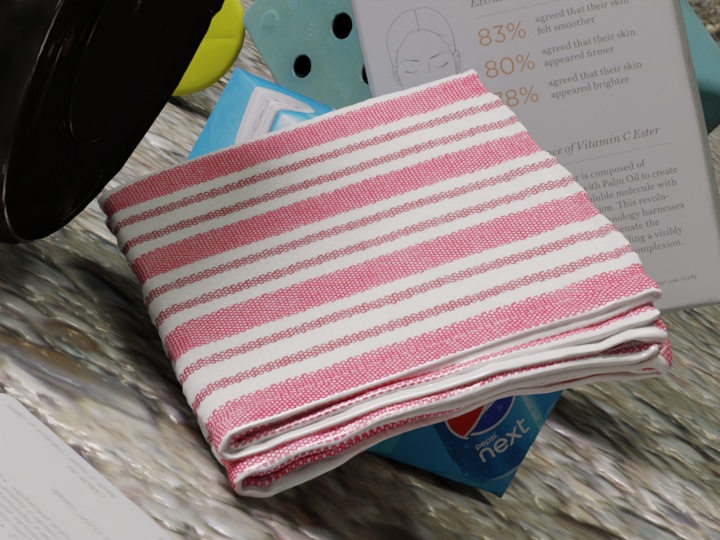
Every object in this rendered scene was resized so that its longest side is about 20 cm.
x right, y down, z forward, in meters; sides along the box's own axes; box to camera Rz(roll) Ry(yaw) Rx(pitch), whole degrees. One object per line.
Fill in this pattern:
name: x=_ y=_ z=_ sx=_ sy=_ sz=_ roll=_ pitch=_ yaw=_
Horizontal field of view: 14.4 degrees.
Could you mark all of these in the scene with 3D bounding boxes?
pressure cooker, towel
pressure cooker: x=-0.150 y=-0.122 z=0.904 sx=0.200 sy=0.176 sz=0.179 roll=29 pitch=40 yaw=9
towel: x=0.002 y=0.000 z=0.928 sx=0.146 sy=0.030 sz=0.200 roll=-17 pitch=29 yaw=-9

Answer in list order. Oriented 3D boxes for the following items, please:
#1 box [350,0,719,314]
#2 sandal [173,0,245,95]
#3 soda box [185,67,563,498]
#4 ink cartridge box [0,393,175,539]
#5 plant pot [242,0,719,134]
box: x=0.070 y=-0.079 z=1.144 sx=0.124 sy=0.201 sz=0.097 roll=-11 pitch=8 yaw=9
sandal: x=-0.138 y=-0.166 z=1.343 sx=0.200 sy=0.079 sz=0.087 roll=52 pitch=-1 yaw=-13
soda box: x=0.000 y=0.000 z=1.035 sx=0.064 sy=0.068 sz=0.200 roll=21 pitch=14 yaw=-34
ink cartridge box: x=-0.095 y=0.079 z=0.545 sx=0.162 sy=0.057 sz=0.200 roll=37 pitch=22 yaw=33
plant pot: x=0.051 y=-0.101 z=1.357 sx=0.200 sy=0.141 sz=0.142 roll=5 pitch=48 yaw=-53
